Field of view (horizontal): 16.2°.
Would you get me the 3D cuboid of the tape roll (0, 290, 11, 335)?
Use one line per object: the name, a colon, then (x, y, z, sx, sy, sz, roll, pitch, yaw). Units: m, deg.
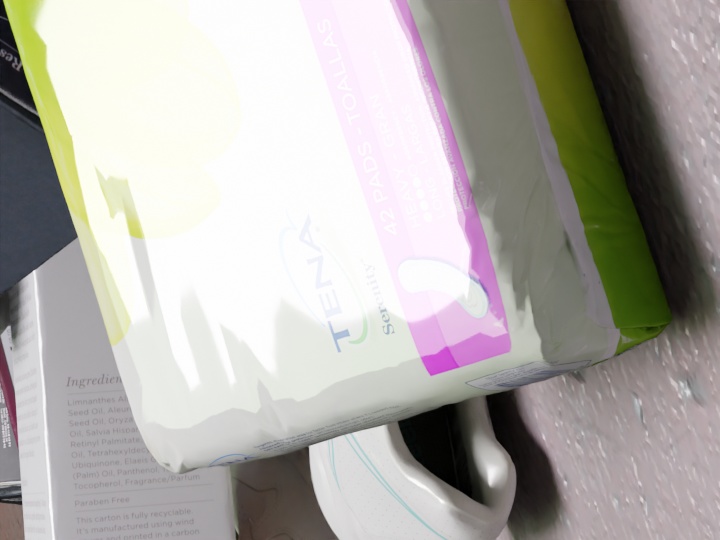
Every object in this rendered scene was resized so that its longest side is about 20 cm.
tape roll: (-0.186, -0.060, 0.984, 0.203, 0.037, 0.203, -7, -90, -67)

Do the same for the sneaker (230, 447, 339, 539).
sneaker: (-0.029, 0.138, 0.989, 0.200, 0.100, 0.075, -125, 17, -50)

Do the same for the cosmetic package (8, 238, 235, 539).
cosmetic package: (-0.096, 0.034, 0.979, 0.101, 0.071, 0.200, 160, 105, -76)

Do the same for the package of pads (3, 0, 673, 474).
package of pads: (-0.020, -0.054, 0.678, 0.154, 0.068, 0.200, -19, 88, 42)

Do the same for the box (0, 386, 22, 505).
box: (-0.164, 0.012, 1.227, 0.160, 0.044, 0.200, 34, -131, -76)

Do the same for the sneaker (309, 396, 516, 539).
sneaker: (0.000, 0.000, 0.810, 0.200, 0.070, 0.080, 64, 158, 2)

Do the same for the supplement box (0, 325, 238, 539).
supplement box: (-0.103, 0.069, 1.136, 0.110, 0.086, 0.200, -88, -13, -68)

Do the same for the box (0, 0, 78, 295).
box: (-0.152, -0.108, 0.863, 0.148, 0.107, 0.200, 35, -142, -29)
